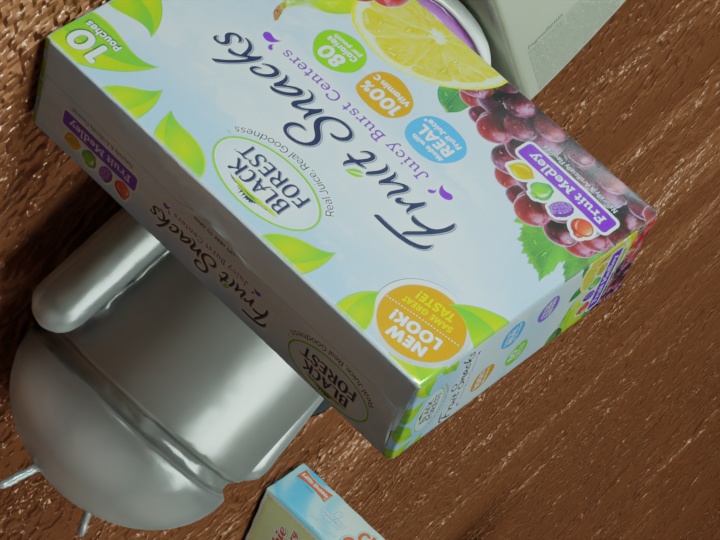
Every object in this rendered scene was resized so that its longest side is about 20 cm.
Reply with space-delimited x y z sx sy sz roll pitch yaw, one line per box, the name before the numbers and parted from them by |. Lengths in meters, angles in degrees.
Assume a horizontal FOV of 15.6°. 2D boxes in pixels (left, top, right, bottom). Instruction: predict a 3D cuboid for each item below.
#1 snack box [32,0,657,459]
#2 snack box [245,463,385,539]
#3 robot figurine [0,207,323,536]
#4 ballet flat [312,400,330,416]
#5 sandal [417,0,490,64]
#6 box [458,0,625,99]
snack box | -0.007 -0.040 1.005 0.142 0.200 0.053 -35 158 -35
snack box | -0.032 0.222 1.604 0.037 0.116 0.200 -32 156 -40
robot figurine | -0.072 0.031 1.138 0.200 0.113 0.170 -48 134 -1
ballet flat | 0.000 0.000 1.313 0.200 0.073 0.073 -54 161 24
sandal | 0.022 -0.059 1.182 0.082 0.050 0.203 -7 145 4
box | 0.063 -0.152 1.147 0.082 0.068 0.200 -46 161 -6
